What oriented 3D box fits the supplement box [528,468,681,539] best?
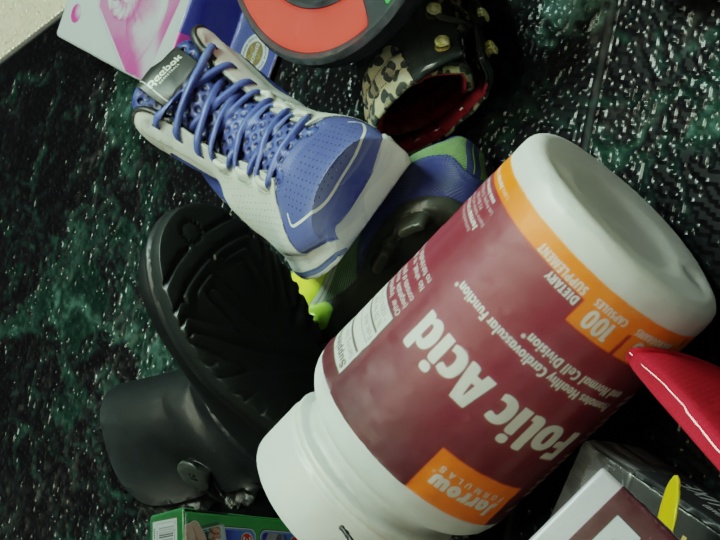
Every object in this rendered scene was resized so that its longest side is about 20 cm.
[{"bbox_3d":[0.117,0.175,0.586,0.109,0.061,0.200,-44,66,1],"label":"supplement box"}]

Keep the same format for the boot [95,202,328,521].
[{"bbox_3d":[-0.088,0.063,0.926,0.168,0.200,0.076,-14,34,43],"label":"boot"}]

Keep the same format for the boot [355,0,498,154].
[{"bbox_3d":[0.047,-0.171,0.902,0.204,0.073,0.154,-46,49,42],"label":"boot"}]

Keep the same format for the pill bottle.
[{"bbox_3d":[0.051,0.046,0.797,0.200,0.114,0.114,-47,49,20],"label":"pill bottle"}]

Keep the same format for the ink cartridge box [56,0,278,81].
[{"bbox_3d":[-0.103,-0.211,1.107,0.200,0.043,0.196,29,102,49],"label":"ink cartridge box"}]

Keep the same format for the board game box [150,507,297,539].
[{"bbox_3d":[-0.040,0.222,0.861,0.029,0.135,0.200,-18,68,44],"label":"board game box"}]

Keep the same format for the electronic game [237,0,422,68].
[{"bbox_3d":[-0.010,-0.202,0.890,0.200,0.042,0.200,-8,80,52],"label":"electronic game"}]

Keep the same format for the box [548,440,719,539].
[{"bbox_3d":[0.122,0.195,0.748,0.158,0.050,0.200,35,107,46],"label":"box"}]

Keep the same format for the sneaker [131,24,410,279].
[{"bbox_3d":[-0.060,-0.065,0.917,0.081,0.115,0.199,-55,20,-4],"label":"sneaker"}]

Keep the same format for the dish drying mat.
[{"bbox_3d":[0.181,0.101,0.685,0.018,0.077,0.200,-53,47,19],"label":"dish drying mat"}]

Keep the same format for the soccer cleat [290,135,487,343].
[{"bbox_3d":[0.001,0.000,0.939,0.200,0.065,0.084,-38,25,41],"label":"soccer cleat"}]

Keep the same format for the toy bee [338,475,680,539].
[{"bbox_3d":[0.093,0.137,0.697,0.200,0.109,0.131,35,100,20],"label":"toy bee"}]
